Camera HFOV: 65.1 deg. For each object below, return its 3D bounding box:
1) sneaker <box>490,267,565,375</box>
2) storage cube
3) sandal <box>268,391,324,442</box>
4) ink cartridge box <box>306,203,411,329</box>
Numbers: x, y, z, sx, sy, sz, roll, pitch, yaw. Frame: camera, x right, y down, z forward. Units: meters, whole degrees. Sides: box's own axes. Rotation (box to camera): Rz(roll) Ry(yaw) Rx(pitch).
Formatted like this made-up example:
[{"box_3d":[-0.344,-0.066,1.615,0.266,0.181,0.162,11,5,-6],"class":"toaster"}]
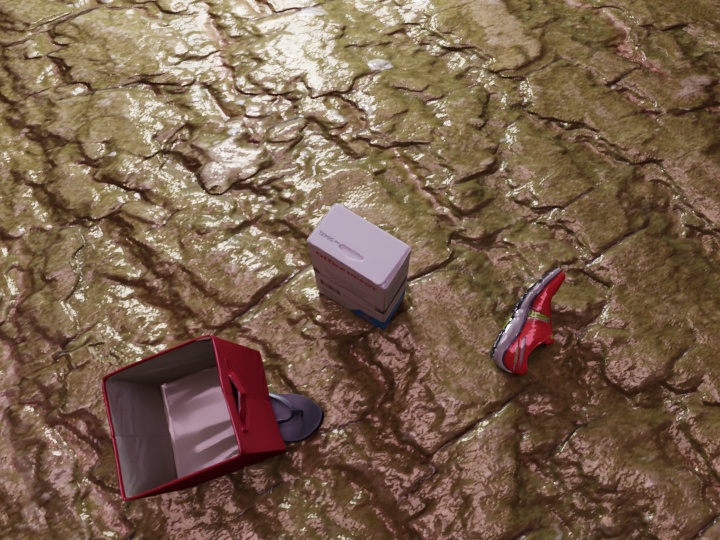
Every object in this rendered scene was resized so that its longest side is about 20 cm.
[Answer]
[{"box_3d":[0.301,0.089,0.965,0.085,0.077,0.201,33,81,9],"class":"sneaker"},{"box_3d":[-0.237,0.213,0.824,0.198,0.180,0.172,-22,71,7],"class":"storage cube"},{"box_3d":[-0.158,0.227,0.915,0.198,0.043,0.077,12,67,5],"class":"sandal"},{"box_3d":[0.000,0.000,0.928,0.145,0.200,0.085,31,70,13],"class":"ink cartridge box"}]
